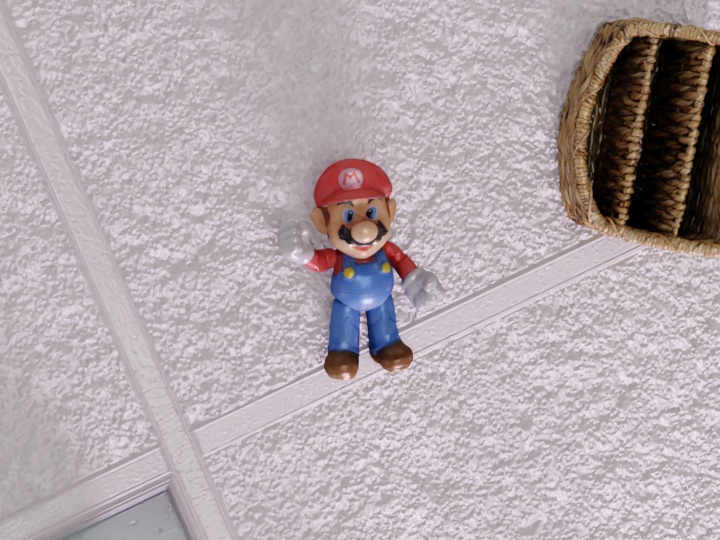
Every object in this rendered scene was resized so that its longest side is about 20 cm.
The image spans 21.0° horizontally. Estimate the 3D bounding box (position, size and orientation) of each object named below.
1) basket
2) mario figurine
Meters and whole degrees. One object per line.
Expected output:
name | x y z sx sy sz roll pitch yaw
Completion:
basket | 0.266 -0.125 1.762 0.142 0.149 0.202 9 98 -16
mario figurine | 0.000 0.000 1.733 0.123 0.105 0.202 -25 116 -45
